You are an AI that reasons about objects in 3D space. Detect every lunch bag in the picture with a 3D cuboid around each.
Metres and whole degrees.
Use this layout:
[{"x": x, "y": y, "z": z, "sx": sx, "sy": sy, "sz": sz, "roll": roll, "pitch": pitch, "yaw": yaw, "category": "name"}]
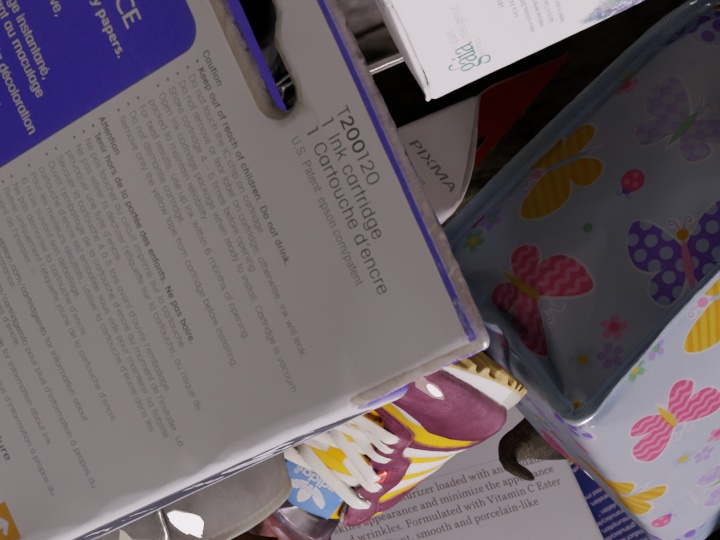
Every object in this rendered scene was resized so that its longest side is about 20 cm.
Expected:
[{"x": 0.146, "y": -0.006, "z": 0.892, "sx": 0.200, "sy": 0.127, "sz": 0.170, "roll": -45, "pitch": 147, "yaw": -4, "category": "lunch bag"}]

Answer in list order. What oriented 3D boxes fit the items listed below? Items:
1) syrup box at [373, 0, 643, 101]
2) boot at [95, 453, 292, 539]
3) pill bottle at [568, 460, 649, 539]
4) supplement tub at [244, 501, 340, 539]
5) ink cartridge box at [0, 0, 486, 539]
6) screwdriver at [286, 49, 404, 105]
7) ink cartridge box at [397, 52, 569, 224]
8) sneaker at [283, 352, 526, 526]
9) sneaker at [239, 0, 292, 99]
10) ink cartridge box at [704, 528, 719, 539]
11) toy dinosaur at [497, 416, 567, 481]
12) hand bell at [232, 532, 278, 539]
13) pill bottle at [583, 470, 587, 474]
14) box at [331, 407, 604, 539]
[{"x": 0.088, "y": -0.142, "z": 0.725, "sx": 0.199, "sy": 0.082, "sz": 0.079, "roll": -24, "pitch": 155, "yaw": 4, "category": "syrup box"}, {"x": -0.120, "y": 0.020, "z": 0.765, "sx": 0.181, "sy": 0.073, "sz": 0.201, "roll": -15, "pitch": 121, "yaw": -16, "category": "boot"}, {"x": 0.172, "y": 0.168, "z": 1.307, "sx": 0.111, "sy": 0.200, "sz": 0.111, "roll": -19, "pitch": 156, "yaw": -9, "category": "pill bottle"}, {"x": -0.089, "y": 0.128, "z": 1.104, "sx": 0.200, "sy": 0.107, "sz": 0.107, "roll": -31, "pitch": 155, "yaw": 18, "category": "supplement tub"}, {"x": -0.068, "y": -0.039, "z": 0.601, "sx": 0.200, "sy": 0.199, "sz": 0.043, "roll": -26, "pitch": 176, "yaw": 39, "category": "ink cartridge box"}, {"x": 0.066, "y": -0.100, "z": 0.856, "sx": 0.200, "sy": 0.028, "sz": 0.029, "roll": -27, "pitch": 128, "yaw": 2, "category": "screwdriver"}, {"x": 0.000, "y": 0.000, "z": 0.906, "sx": 0.200, "sy": 0.050, "sz": 0.161, "roll": -23, "pitch": 161, "yaw": -45, "category": "ink cartridge box"}, {"x": 0.006, "y": 0.056, "z": 0.832, "sx": 0.090, "sy": 0.075, "sz": 0.200, "roll": -48, "pitch": 172, "yaw": -2, "category": "sneaker"}, {"x": -0.055, "y": -0.062, "z": 0.672, "sx": 0.076, "sy": 0.091, "sz": 0.200, "roll": -23, "pitch": 133, "yaw": -24, "category": "sneaker"}, {"x": 0.211, "y": 0.084, "z": 0.993, "sx": 0.200, "sy": 0.043, "sz": 0.198, "roll": -45, "pitch": 177, "yaw": 40, "category": "ink cartridge box"}, {"x": 0.097, "y": 0.042, "z": 1.059, "sx": 0.077, "sy": 0.200, "sz": 0.102, "roll": -40, "pitch": 113, "yaw": 13, "category": "toy dinosaur"}, {"x": -0.136, "y": 0.139, "z": 1.027, "sx": 0.199, "sy": 0.104, "sz": 0.104, "roll": -7, "pitch": 155, "yaw": -1, "category": "hand bell"}, {"x": 0.194, "y": 0.032, "z": 1.154, "sx": 0.200, "sy": 0.109, "sz": 0.109, "roll": -36, "pitch": 153, "yaw": 27, "category": "pill bottle"}, {"x": 0.011, "y": 0.183, "z": 1.278, "sx": 0.198, "sy": 0.131, "sz": 0.200, "roll": -14, "pitch": 155, "yaw": -21, "category": "box"}]
